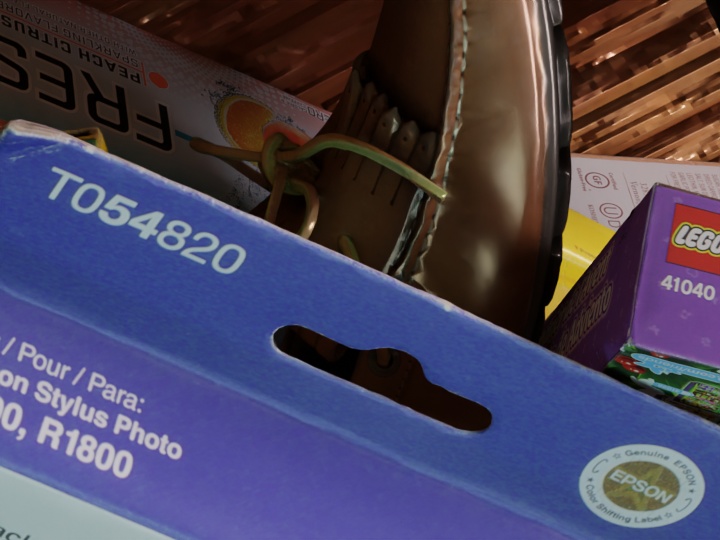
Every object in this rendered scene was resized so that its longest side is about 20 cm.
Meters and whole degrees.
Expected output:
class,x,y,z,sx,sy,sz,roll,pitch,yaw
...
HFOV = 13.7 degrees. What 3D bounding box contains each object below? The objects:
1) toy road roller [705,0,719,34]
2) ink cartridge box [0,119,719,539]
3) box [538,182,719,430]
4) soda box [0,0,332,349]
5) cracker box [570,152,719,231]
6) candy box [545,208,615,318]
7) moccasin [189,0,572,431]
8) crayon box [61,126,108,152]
class,x,y,z,sx,sy,sz,roll,pitch,yaw
toy road roller,0.126,-0.089,0.649,0.123,0.146,0.200,-22,134,10
ink cartridge box,-0.032,0.075,0.648,0.199,0.041,0.200,24,135,-17
box,0.139,0.041,0.669,0.200,0.039,0.137,14,161,-6
soda box,-0.097,-0.030,0.721,0.200,0.064,0.068,22,126,-28
cracker box,0.110,0.038,0.830,0.200,0.058,0.134,4,131,-13
candy box,0.088,0.055,0.785,0.200,0.026,0.102,25,119,-29
moccasin,0.000,-0.001,0.682,0.078,0.074,0.202,5,117,-13
crayon box,-0.141,0.053,0.718,0.200,0.058,0.173,-8,139,4
